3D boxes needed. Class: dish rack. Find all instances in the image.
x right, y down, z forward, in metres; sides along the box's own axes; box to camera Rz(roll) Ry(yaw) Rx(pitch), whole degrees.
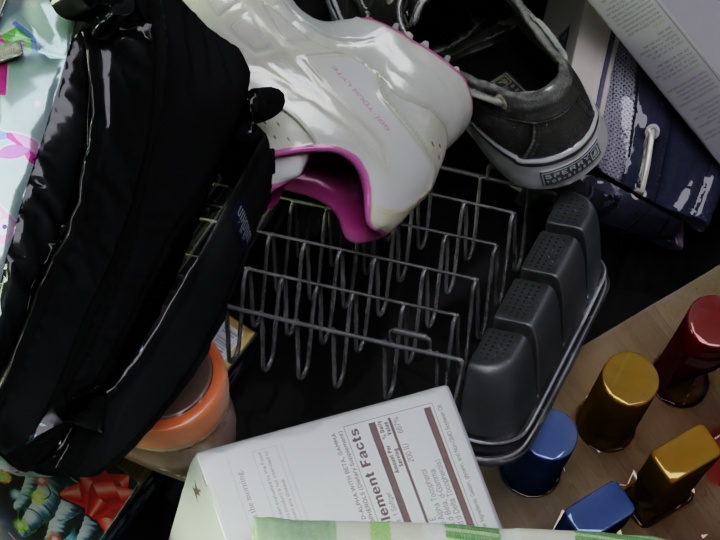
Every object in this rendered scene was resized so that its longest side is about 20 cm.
[{"bbox_3d":[0.000,0.000,1.195,0.199,0.055,0.154,14,37,16],"label":"dish rack"}]

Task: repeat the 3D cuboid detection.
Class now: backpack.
[{"bbox_3d":[-0.128,-0.019,1.053,0.126,0.167,0.201,10,75,32],"label":"backpack"}]

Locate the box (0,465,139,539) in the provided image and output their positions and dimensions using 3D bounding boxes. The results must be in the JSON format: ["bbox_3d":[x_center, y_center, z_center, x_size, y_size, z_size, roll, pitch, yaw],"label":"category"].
[{"bbox_3d":[-0.205,0.081,1.088,0.200,0.040,0.137,35,44,-2],"label":"box"}]

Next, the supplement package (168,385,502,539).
[{"bbox_3d":[0.005,0.176,1.088,0.111,0.156,0.201,-13,68,-16],"label":"supplement package"}]

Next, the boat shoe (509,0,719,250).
[{"bbox_3d":[0.138,-0.102,1.290,0.092,0.075,0.201,22,65,-13],"label":"boat shoe"}]

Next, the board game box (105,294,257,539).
[{"bbox_3d":[-0.156,0.071,1.181,0.135,0.035,0.200,34,66,8],"label":"board game box"}]

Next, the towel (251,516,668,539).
[{"bbox_3d":[0.059,0.168,1.003,0.199,0.023,0.153,3,64,-10],"label":"towel"}]

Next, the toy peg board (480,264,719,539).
[{"bbox_3d":[0.165,0.097,1.180,0.199,0.098,0.200,-29,72,-19],"label":"toy peg board"}]

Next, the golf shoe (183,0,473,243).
[{"bbox_3d":[-0.052,-0.083,1.155,0.199,0.075,0.092,25,69,-4],"label":"golf shoe"}]

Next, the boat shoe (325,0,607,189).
[{"bbox_3d":[0.043,-0.114,1.237,0.071,0.064,0.200,-37,46,-11],"label":"boat shoe"}]

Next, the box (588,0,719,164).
[{"bbox_3d":[0.159,-0.149,1.260,0.200,0.036,0.144,50,45,-13],"label":"box"}]

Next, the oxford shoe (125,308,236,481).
[{"bbox_3d":[-0.134,0.031,1.150,0.200,0.073,0.071,35,67,29],"label":"oxford shoe"}]
